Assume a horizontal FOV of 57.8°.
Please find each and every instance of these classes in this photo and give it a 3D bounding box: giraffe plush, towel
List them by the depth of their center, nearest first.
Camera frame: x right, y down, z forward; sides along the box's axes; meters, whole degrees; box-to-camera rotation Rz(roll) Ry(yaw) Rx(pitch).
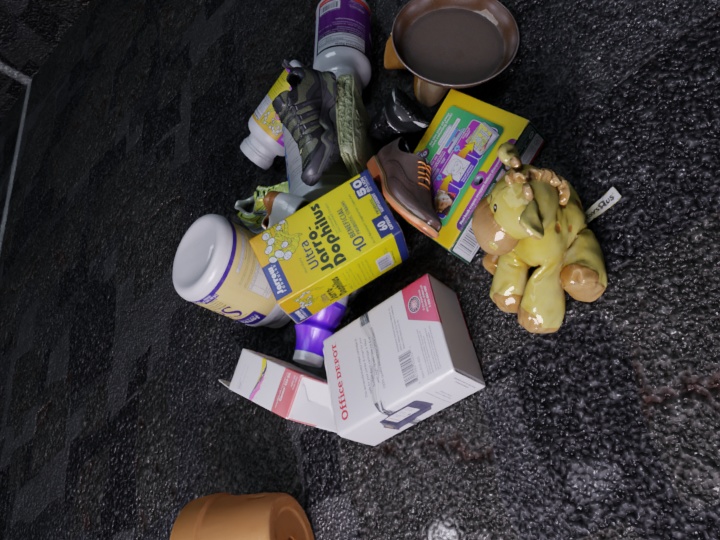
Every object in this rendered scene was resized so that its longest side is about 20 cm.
[{"bbox_3d":[0.201,-0.050,0.764,0.202,0.160,0.173,-55,43,9],"label":"giraffe plush"},{"bbox_3d":[0.001,-0.208,1.054,0.035,0.150,0.204,-16,49,13],"label":"towel"}]

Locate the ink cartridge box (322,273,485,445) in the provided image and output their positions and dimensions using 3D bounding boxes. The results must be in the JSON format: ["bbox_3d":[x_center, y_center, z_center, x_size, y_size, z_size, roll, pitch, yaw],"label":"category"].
[{"bbox_3d":[0.052,0.125,0.884,0.198,0.083,0.148,-34,49,27],"label":"ink cartridge box"}]

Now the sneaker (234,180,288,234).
[{"bbox_3d":[-0.157,-0.128,1.223,0.197,0.076,0.077,-26,52,31],"label":"sneaker"}]

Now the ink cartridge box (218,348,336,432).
[{"bbox_3d":[-0.120,0.178,1.006,0.197,0.115,0.069,12,79,46],"label":"ink cartridge box"}]

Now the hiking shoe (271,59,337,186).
[{"bbox_3d":[-0.092,-0.224,0.999,0.076,0.098,0.206,135,141,-57],"label":"hiking shoe"}]

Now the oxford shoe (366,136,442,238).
[{"bbox_3d":[0.071,-0.123,0.916,0.073,0.071,0.202,-44,44,15],"label":"oxford shoe"}]

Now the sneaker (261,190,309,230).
[{"bbox_3d":[-0.112,-0.057,1.064,0.083,0.203,0.073,23,57,22],"label":"sneaker"}]

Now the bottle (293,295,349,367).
[{"bbox_3d":[-0.058,0.045,1.014,0.082,0.065,0.206,-4,67,45],"label":"bottle"}]

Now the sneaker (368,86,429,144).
[{"bbox_3d":[0.054,-0.227,1.017,0.087,0.076,0.200,-44,7,15],"label":"sneaker"}]

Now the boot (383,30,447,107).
[{"bbox_3d":[0.092,-0.352,1.098,0.142,0.070,0.206,-1,63,47],"label":"boot"}]

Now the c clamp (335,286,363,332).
[{"bbox_3d":[0.000,0.000,1.046,0.202,0.027,0.171,-55,38,12],"label":"c clamp"}]

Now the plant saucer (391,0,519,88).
[{"bbox_3d":[0.144,-0.352,1.002,0.193,0.032,0.206,-1,62,2],"label":"plant saucer"}]

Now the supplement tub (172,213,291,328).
[{"bbox_3d":[-0.203,0.008,1.111,0.143,0.198,0.150,-22,55,35],"label":"supplement tub"}]

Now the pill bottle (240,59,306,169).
[{"bbox_3d":[-0.152,-0.301,1.284,0.201,0.103,0.105,-50,44,15],"label":"pill bottle"}]

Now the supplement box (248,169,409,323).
[{"bbox_3d":[-0.042,-0.031,0.935,0.197,0.110,0.111,-31,69,0],"label":"supplement box"}]

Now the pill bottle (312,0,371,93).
[{"bbox_3d":[-0.033,-0.408,1.212,0.110,0.111,0.206,-20,58,36],"label":"pill bottle"}]

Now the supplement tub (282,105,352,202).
[{"bbox_3d":[-0.065,-0.188,1.114,0.130,0.130,0.205,-28,55,31],"label":"supplement tub"}]

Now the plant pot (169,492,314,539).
[{"bbox_3d":[-0.147,0.394,0.888,0.137,0.201,0.204,-23,53,14],"label":"plant pot"}]

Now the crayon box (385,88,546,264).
[{"bbox_3d":[0.144,-0.141,0.944,0.203,0.058,0.172,-58,41,7],"label":"crayon box"}]
